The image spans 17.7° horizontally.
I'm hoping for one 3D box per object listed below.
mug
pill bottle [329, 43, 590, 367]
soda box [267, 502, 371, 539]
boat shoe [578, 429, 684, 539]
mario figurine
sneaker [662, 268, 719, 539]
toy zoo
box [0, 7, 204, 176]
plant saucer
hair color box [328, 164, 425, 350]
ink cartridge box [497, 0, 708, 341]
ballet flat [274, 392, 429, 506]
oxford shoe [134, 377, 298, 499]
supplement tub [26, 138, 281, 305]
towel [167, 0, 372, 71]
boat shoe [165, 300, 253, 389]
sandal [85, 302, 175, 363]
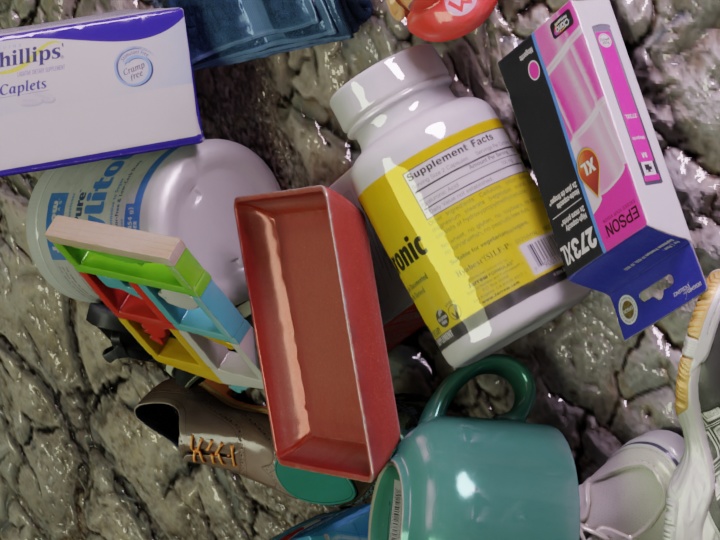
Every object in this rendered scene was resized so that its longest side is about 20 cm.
[{"bbox_3d":[0.068,0.165,1.575,0.186,0.114,0.153,-100,22,-48],"label":"mug"},{"bbox_3d":[0.061,-0.046,1.549,0.201,0.111,0.111,62,145,7],"label":"pill bottle"},{"bbox_3d":[-0.023,0.229,1.810,0.068,0.064,0.200,65,163,2],"label":"soda box"},{"bbox_3d":[0.162,0.175,1.581,0.071,0.070,0.200,58,145,11],"label":"boat shoe"},{"bbox_3d":[0.017,-0.235,1.505,0.200,0.106,0.124,53,141,20],"label":"mario figurine"},{"bbox_3d":[0.242,0.097,1.448,0.087,0.076,0.202,7,109,18],"label":"sneaker"},{"bbox_3d":[-0.137,0.034,1.741,0.131,0.021,0.200,11,151,38],"label":"toy zoo"},{"bbox_3d":[-0.237,-0.137,1.771,0.200,0.183,0.106,-166,66,-70],"label":"box"},{"bbox_3d":[-0.028,0.041,1.623,0.199,0.036,0.202,178,82,-69],"label":"plant saucer"},{"bbox_3d":[0.000,0.000,1.686,0.200,0.064,0.112,-38,70,53],"label":"hair color box"},{"bbox_3d":[0.150,-0.063,1.454,0.095,0.037,0.201,-38,67,55],"label":"ink cartridge box"},{"bbox_3d":[0.005,0.135,1.768,0.200,0.074,0.075,-20,93,59],"label":"ballet flat"},{"bbox_3d":[-0.108,0.147,1.913,0.199,0.073,0.072,25,128,42],"label":"oxford shoe"},{"bbox_3d":[-0.162,-0.036,1.829,0.199,0.131,0.133,0,109,51],"label":"supplement tub"},{"bbox_3d":[-0.076,-0.212,1.686,0.199,0.048,0.112,-4,106,53],"label":"towel"},{"bbox_3d":[-0.095,0.067,1.853,0.068,0.072,0.200,59,144,-1],"label":"boat shoe"},{"bbox_3d":[-0.180,0.061,1.902,0.200,0.075,0.043,69,-150,-79],"label":"sandal"}]
